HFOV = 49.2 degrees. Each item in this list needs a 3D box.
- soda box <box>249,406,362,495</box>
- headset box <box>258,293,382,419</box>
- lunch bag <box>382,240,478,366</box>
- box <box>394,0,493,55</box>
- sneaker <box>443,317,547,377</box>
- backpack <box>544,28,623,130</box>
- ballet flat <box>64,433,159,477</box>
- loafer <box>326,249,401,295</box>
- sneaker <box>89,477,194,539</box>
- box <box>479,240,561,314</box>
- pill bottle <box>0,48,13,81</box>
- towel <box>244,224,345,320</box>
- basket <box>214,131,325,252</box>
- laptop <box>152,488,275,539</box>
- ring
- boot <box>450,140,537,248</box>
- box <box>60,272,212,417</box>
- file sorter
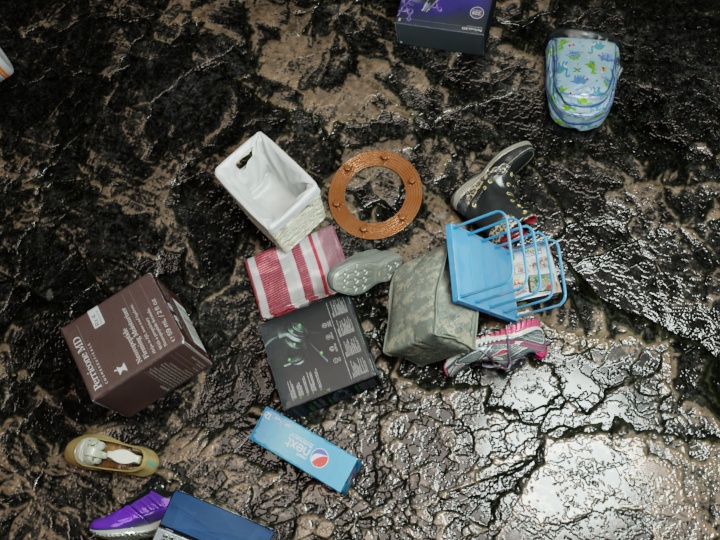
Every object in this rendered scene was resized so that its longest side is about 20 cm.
[{"bbox_3d":[-0.100,0.329,1.435,0.198,0.064,0.068,26,76,17],"label":"soda box"},{"bbox_3d":[-0.081,0.162,1.478,0.197,0.093,0.176,-22,68,1],"label":"headset box"},{"bbox_3d":[0.132,0.055,1.435,0.116,0.163,0.203,20,62,-28],"label":"lunch bag"},{"bbox_3d":[0.188,-0.562,1.717,0.197,0.079,0.143,11,74,13],"label":"box"},{"bbox_3d":[0.246,0.153,1.439,0.197,0.081,0.076,-21,74,2],"label":"sneaker"},{"bbox_3d":[0.446,-0.385,1.587,0.160,0.154,0.204,10,84,5],"label":"backpack"},{"bbox_3d":[-0.479,0.345,1.488,0.196,0.063,0.070,4,70,11],"label":"ballet flat"},{"bbox_3d":[0.000,0.000,1.493,0.069,0.199,0.071,19,110,35],"label":"loafer"},{"bbox_3d":[-0.396,0.435,1.444,0.196,0.070,0.101,-8,63,0],"label":"sneaker"},{"bbox_3d":[0.275,0.017,1.509,0.196,0.035,0.112,-12,68,4],"label":"box"},{"bbox_3d":[-0.923,-0.456,1.828,0.199,0.113,0.114,-34,68,-5],"label":"pill bottle"},{"bbox_3d":[-0.126,0.004,1.583,0.197,0.023,0.146,-21,67,1],"label":"towel"},{"bbox_3d":[-0.177,-0.154,1.587,0.135,0.124,0.200,-42,64,-8],"label":"basket"},{"bbox_3d":[-0.272,0.501,1.339,0.185,0.116,0.203,24,74,-6],"label":"laptop"},{"bbox_3d":[0.030,-0.160,1.622,0.197,0.019,0.204,-3,70,8],"label":"ring"},{"bbox_3d":[0.291,-0.146,1.534,0.199,0.073,0.151,-37,58,-2],"label":"boot"},{"bbox_3d":[-0.421,0.145,1.498,0.198,0.165,0.167,-32,68,-4],"label":"box"},{"bbox_3d":[0.258,-0.007,1.376,0.122,0.198,0.141,-20,64,37],"label":"file sorter"}]
